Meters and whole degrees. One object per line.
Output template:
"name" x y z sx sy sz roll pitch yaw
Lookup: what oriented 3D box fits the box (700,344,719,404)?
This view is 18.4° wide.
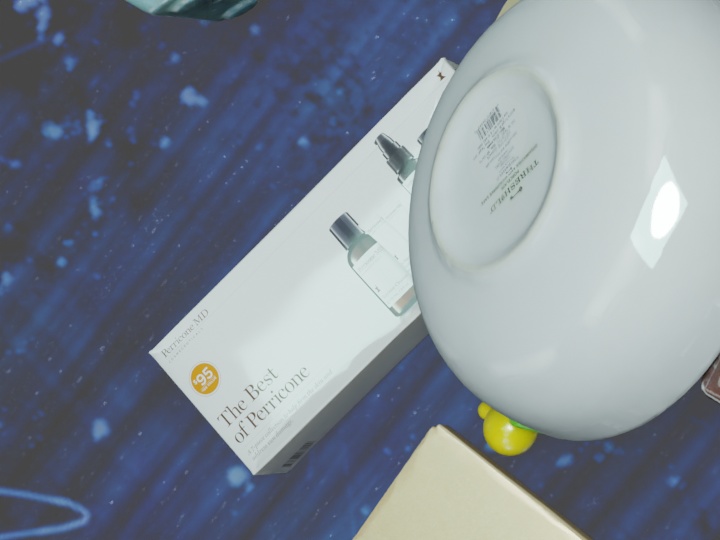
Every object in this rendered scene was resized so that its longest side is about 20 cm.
"box" 0.264 0.001 0.901 0.164 0.166 0.200 29 96 18

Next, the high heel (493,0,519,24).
"high heel" 0.161 -0.115 1.009 0.200 0.143 0.071 -23 57 49

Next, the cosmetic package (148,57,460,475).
"cosmetic package" 0.000 0.000 1.050 0.200 0.051 0.083 -45 74 11

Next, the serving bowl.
"serving bowl" 0.079 -0.034 0.910 0.200 0.066 0.200 -28 55 49

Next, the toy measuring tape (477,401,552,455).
"toy measuring tape" 0.095 -0.011 1.004 0.074 0.074 0.200 24 102 18

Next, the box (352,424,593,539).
"box" 0.067 0.195 1.030 0.200 0.021 0.164 37 98 16

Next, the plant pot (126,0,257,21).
"plant pot" -0.082 -0.228 1.026 0.196 0.196 0.200 -32 87 14
